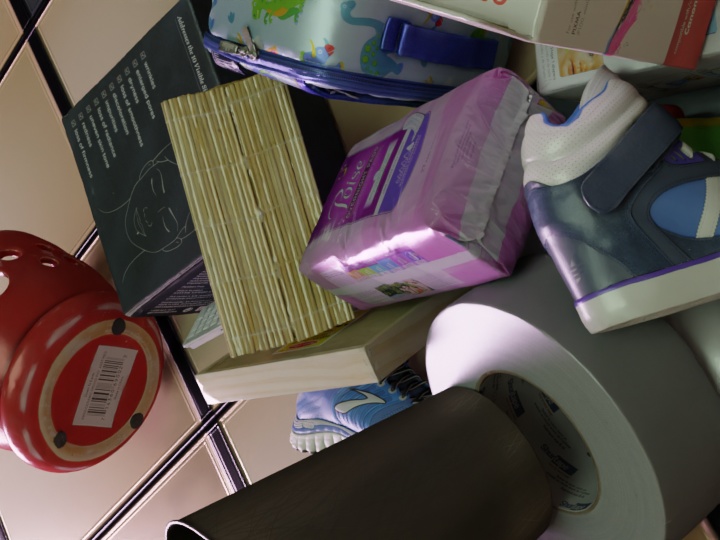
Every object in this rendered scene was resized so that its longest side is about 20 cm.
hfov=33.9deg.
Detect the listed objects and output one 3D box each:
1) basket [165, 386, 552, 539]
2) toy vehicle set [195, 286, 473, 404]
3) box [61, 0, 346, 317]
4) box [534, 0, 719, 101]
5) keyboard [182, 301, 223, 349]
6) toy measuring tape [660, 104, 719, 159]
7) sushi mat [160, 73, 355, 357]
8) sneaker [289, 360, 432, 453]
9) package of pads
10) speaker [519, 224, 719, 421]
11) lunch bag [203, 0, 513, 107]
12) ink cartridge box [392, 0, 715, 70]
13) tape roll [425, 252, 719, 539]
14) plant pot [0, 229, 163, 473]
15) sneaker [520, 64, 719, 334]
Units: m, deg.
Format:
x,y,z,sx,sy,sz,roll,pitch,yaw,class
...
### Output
x,y,z,sx,sy,sz,roll,pitch,yaw,class
0.010,0.168,0.727,0.180,0.200,0.136,26,137,49,basket
-0.021,0.053,0.895,0.200,0.124,0.027,-13,105,47,toy vehicle set
-0.129,-0.092,1.000,0.196,0.124,0.201,-33,70,39,box
0.210,-0.172,0.700,0.199,0.101,0.113,-6,88,43,box
-0.065,0.007,0.963,0.200,0.011,0.056,-28,29,27,keyboard
0.215,-0.076,0.720,0.200,0.073,0.074,-16,80,42,toy measuring tape
-0.076,-0.043,0.866,0.012,0.095,0.201,128,126,-83,sushi mat
0.018,0.097,0.903,0.199,0.078,0.090,-2,92,43,sneaker
0.044,-0.047,0.785,0.200,0.076,0.121,-17,45,62,package of pads
0.184,0.027,0.745,0.200,0.081,0.081,37,115,36,speaker
0.003,-0.164,0.824,0.160,0.200,0.083,23,107,39,lunch bag
0.087,-0.156,0.608,0.116,0.200,0.068,26,109,38,ink cartridge box
0.131,0.091,0.742,0.200,0.066,0.201,40,148,30,tape roll
-0.304,0.080,1.117,0.182,0.200,0.201,22,106,37,plant pot
0.187,-0.058,0.665,0.081,0.199,0.147,131,121,-72,sneaker
